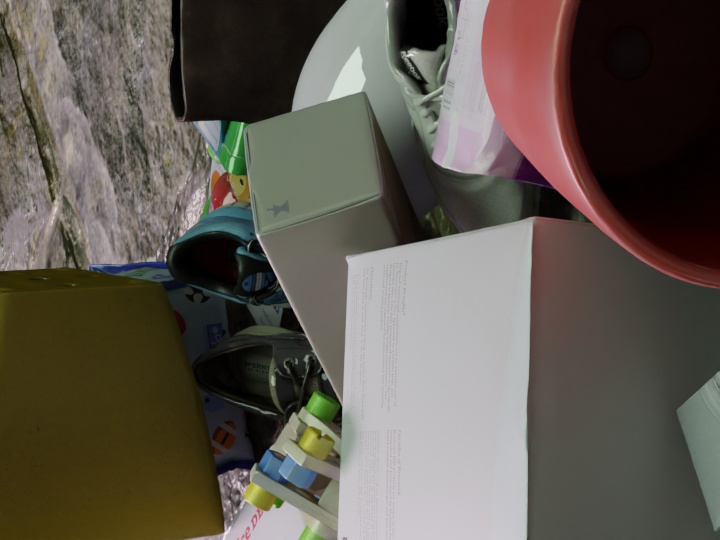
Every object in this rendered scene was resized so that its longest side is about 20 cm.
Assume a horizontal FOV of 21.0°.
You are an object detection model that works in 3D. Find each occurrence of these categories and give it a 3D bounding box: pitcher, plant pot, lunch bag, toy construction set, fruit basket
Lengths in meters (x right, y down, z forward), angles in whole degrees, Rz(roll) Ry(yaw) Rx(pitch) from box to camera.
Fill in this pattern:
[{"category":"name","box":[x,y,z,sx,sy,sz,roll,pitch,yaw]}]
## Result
[{"category":"pitcher","box":[0.047,-0.121,1.194,0.171,0.121,0.201,37,116,34]},{"category":"plant pot","box":[-0.226,0.092,1.366,0.199,0.199,0.178,8,98,51]},{"category":"lunch bag","box":[-0.177,0.082,1.556,0.200,0.123,0.171,1,101,58]},{"category":"toy construction set","box":[0.018,0.148,1.147,0.092,0.200,0.131,-45,18,0]},{"category":"plant pot","box":[0.151,-0.101,0.907,0.177,0.199,0.202,-153,70,-73]},{"category":"fruit basket","box":[-0.088,-0.070,1.464,0.185,0.093,0.201,-125,43,-51]}]

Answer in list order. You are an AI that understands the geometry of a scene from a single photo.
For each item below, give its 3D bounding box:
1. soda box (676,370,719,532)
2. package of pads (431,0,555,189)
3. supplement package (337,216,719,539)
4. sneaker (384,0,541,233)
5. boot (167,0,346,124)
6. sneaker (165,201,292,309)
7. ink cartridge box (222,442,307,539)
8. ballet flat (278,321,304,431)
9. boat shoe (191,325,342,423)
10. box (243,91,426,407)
[{"category":"soda box","box":[0.224,0.043,0.856,0.200,0.063,0.069,-52,41,47]},{"category":"package of pads","box":[0.115,-0.142,1.040,0.076,0.120,0.201,31,113,60]},{"category":"supplement package","box":[0.096,0.082,1.012,0.200,0.146,0.193,-11,76,62]},{"category":"sneaker","box":[0.050,-0.101,1.103,0.081,0.075,0.201,-50,-54,-64]},{"category":"boot","box":[-0.044,-0.189,1.310,0.072,0.165,0.201,-2,84,63]},{"category":"sneaker","box":[-0.044,0.004,1.300,0.199,0.090,0.079,4,105,30]},{"category":"ink cartridge box","box":[-0.020,0.232,1.286,0.145,0.084,0.201,-60,36,39]},{"category":"ballet flat","box":[-0.032,0.036,1.382,0.067,0.046,0.201,50,129,53]},{"category":"boat shoe","box":[-0.037,0.074,1.318,0.199,0.065,0.072,5,108,46]},{"category":"box","box":[0.000,0.000,1.163,0.200,0.077,0.095,65,-168,-47]}]
